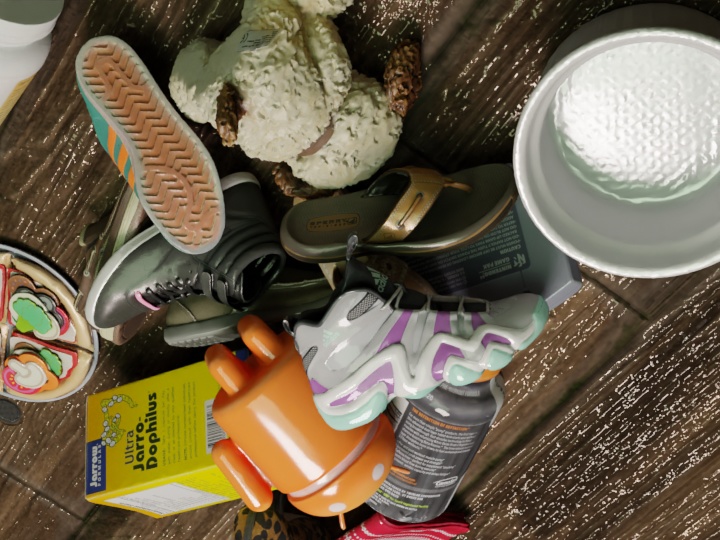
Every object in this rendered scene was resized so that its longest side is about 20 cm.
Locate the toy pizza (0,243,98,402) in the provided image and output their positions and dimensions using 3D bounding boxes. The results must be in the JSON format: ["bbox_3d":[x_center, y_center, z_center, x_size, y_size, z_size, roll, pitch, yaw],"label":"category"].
[{"bbox_3d":[-0.365,0.060,1.274,0.200,0.032,0.200,8,124,12],"label":"toy pizza"}]

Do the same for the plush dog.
[{"bbox_3d":[-0.042,-0.132,0.996,0.172,0.161,0.200,27,129,-31],"label":"plush dog"}]

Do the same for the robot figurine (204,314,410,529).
[{"bbox_3d":[-0.047,0.129,1.077,0.200,0.144,0.117,50,136,-12],"label":"robot figurine"}]

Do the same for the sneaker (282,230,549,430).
[{"bbox_3d":[0.035,0.027,0.964,0.200,0.078,0.140,-25,101,4],"label":"sneaker"}]

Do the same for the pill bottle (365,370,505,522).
[{"bbox_3d":[0.067,0.131,1.143,0.106,0.106,0.200,23,126,1],"label":"pill bottle"}]

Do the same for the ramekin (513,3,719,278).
[{"bbox_3d":[0.219,-0.104,0.941,0.200,0.098,0.201,6,122,9],"label":"ramekin"}]

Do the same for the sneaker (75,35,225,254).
[{"bbox_3d":[-0.177,-0.104,1.064,0.071,0.080,0.200,-29,91,-12],"label":"sneaker"}]

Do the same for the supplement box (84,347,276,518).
[{"bbox_3d":[-0.157,0.162,1.207,0.200,0.110,0.109,-18,153,26],"label":"supplement box"}]

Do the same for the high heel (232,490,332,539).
[{"bbox_3d":[-0.084,0.302,1.279,0.071,0.143,0.200,-2,122,18],"label":"high heel"}]

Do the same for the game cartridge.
[{"bbox_3d":[0.083,-0.005,1.048,0.200,0.041,0.133,-19,71,26],"label":"game cartridge"}]

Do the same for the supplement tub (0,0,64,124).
[{"bbox_3d":[-0.349,-0.184,1.040,0.145,0.145,0.200,40,124,-11],"label":"supplement tub"}]

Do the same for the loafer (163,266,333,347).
[{"bbox_3d":[-0.089,0.020,1.134,0.200,0.075,0.070,-12,81,8],"label":"loafer"}]

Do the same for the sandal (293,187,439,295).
[{"bbox_3d":[-0.004,0.004,1.036,0.078,0.070,0.212,-43,66,17],"label":"sandal"}]

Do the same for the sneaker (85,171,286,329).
[{"bbox_3d":[-0.152,0.009,1.092,0.200,0.099,0.071,-38,151,6],"label":"sneaker"}]

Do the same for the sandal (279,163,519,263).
[{"bbox_3d":[0.028,-0.055,0.999,0.200,0.082,0.055,-6,137,12],"label":"sandal"}]

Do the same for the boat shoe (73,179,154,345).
[{"bbox_3d":[-0.230,-0.023,1.156,0.075,0.075,0.203,29,122,13],"label":"boat shoe"}]

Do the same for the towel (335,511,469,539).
[{"bbox_3d":[0.001,0.297,1.263,0.200,0.023,0.145,-39,146,29],"label":"towel"}]
